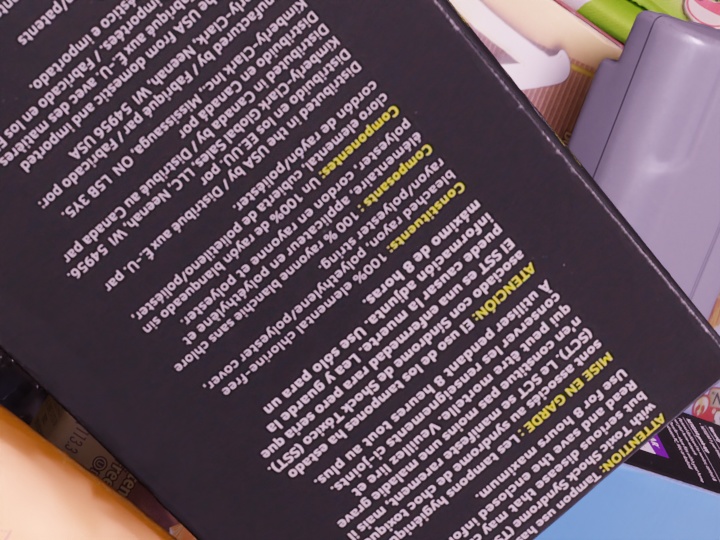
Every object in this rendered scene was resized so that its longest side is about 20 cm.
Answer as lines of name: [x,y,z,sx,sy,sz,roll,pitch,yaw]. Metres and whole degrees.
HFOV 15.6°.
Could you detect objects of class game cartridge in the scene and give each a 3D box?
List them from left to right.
game cartridge: [0.131,0.001,0.811,0.199,0.041,0.134,8,103,-43]

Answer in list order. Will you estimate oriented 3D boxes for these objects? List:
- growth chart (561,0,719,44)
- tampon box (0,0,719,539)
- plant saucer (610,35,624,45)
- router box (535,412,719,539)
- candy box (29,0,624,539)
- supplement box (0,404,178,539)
growth chart: [0.099,-0.163,0.839,0.144,0.018,0.201,28,72,9]
tampon box: [-0.033,-0.031,0.639,0.126,0.150,0.200,-40,120,4]
plant saucer: [0.125,-0.075,0.867,0.199,0.035,0.202,1,88,-17]
router box: [0.042,0.127,0.769,0.148,0.051,0.201,18,116,-23]
candy box: [0.000,0.000,0.796,0.115,0.055,0.201,33,90,-13]
supplement box: [-0.109,0.089,0.701,0.126,0.200,0.074,38,74,-12]
